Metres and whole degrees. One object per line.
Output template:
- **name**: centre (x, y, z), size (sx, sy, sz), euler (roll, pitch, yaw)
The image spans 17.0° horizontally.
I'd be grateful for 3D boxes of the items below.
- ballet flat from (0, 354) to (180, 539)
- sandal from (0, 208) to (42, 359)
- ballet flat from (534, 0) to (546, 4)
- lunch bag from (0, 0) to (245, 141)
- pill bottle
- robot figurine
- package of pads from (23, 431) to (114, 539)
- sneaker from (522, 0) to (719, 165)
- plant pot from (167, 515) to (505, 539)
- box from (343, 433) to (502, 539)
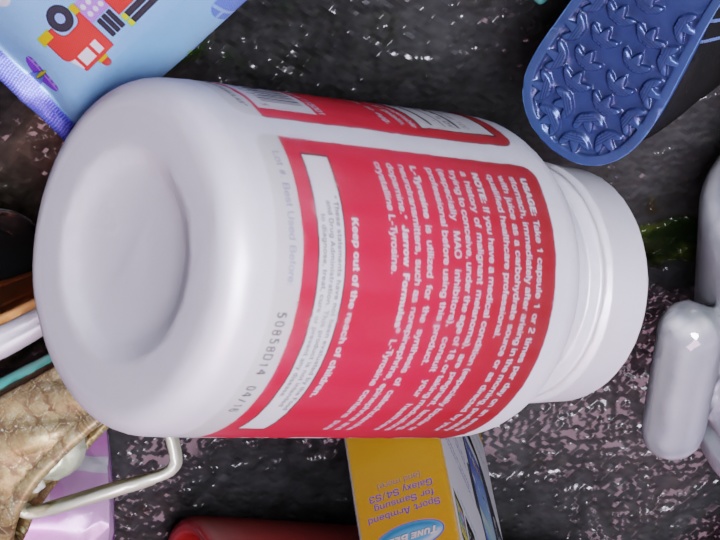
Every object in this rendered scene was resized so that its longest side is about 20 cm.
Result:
- **ballet flat**: centre (-0.073, 0.039, 0.909), size (0.199, 0.071, 0.066), euler (-33, 88, 8)
- **sandal**: centre (-0.188, 0.011, 0.896), size (0.205, 0.079, 0.060), euler (-14, 105, 22)
- **ballet flat**: centre (0.085, -0.178, 0.777), size (0.065, 0.071, 0.200), euler (34, 121, 0)
- **lunch bag**: centre (-0.109, -0.162, 0.751), size (0.200, 0.094, 0.150), euler (39, 121, -23)
- **pill bottle**: centre (0.000, 0.000, 0.807), size (0.199, 0.113, 0.112), euler (4, 136, -42)
- **robot figurine**: centre (0.183, 0.019, 0.919), size (0.168, 0.113, 0.201), euler (-17, 134, -13)
- **package of pads**: centre (-0.202, 0.116, 0.984), size (0.198, 0.076, 0.121), euler (2, 134, -12)
- **sneaker**: centre (0.129, -0.121, 0.812), size (0.070, 0.078, 0.200), euler (44, 124, 3)
- **plant pot**: centre (0.017, 0.196, 1.018), size (0.176, 0.201, 0.201), euler (-2, 133, -17)
- **box**: centre (0.027, 0.094, 0.909), size (0.041, 0.201, 0.120), euler (-16, 131, 8)
